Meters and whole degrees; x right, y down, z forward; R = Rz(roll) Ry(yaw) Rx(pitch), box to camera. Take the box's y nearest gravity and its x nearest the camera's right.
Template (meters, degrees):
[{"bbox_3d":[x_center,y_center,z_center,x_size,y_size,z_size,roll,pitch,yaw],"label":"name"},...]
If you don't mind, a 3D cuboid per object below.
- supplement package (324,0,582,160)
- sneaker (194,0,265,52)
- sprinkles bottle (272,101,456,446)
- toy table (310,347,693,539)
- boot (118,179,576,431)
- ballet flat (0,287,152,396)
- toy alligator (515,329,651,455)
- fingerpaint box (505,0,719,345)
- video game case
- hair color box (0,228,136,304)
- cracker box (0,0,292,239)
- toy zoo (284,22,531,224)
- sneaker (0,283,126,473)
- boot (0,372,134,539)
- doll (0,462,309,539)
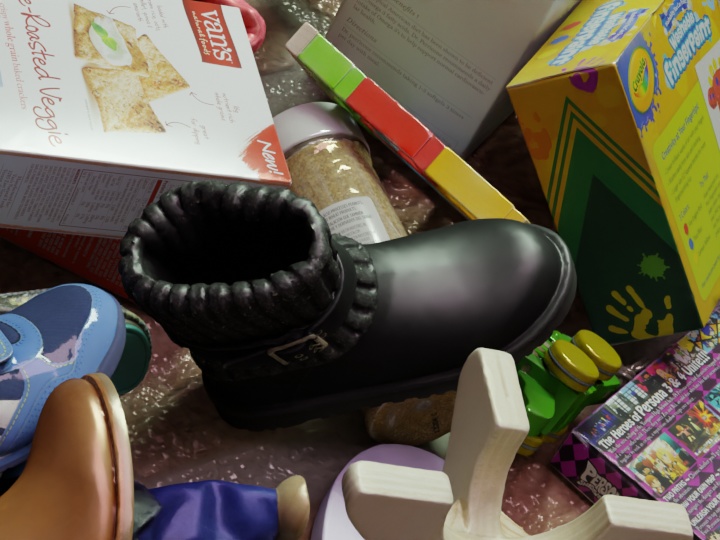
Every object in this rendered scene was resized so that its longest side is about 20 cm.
[{"bbox_3d":[0.075,-0.184,1.372,0.117,0.200,0.117,37,40,7],"label":"supplement package"},{"bbox_3d":[-0.140,-0.161,1.241,0.199,0.074,0.087,15,-3,-25],"label":"sneaker"},{"bbox_3d":[0.000,0.000,1.240,0.068,0.068,0.201,-1,49,-32],"label":"sprinkles bottle"},{"bbox_3d":[0.055,0.141,1.089,0.183,0.117,0.201,1,49,-32],"label":"toy table"},{"bbox_3d":[-0.001,0.002,1.103,0.210,0.158,0.080,-21,57,0],"label":"boot"},{"bbox_3d":[-0.199,0.043,1.086,0.200,0.072,0.072,-5,51,-35],"label":"ballet flat"},{"bbox_3d":[0.108,0.054,1.236,0.054,0.059,0.200,44,20,13],"label":"toy alligator"},{"bbox_3d":[0.171,-0.076,1.341,0.200,0.073,0.167,-50,124,-56],"label":"fingerpaint box"},{"bbox_3d":[0.229,0.118,1.284,0.181,0.036,0.200,42,41,13],"label":"video game case"},{"bbox_3d":[-0.155,-0.058,1.210,0.199,0.061,0.102,27,39,-6],"label":"hair color box"},{"bbox_3d":[-0.146,-0.084,1.150,0.199,0.058,0.134,6,46,-28],"label":"cracker box"},{"bbox_3d":[0.045,-0.059,1.302,0.200,0.020,0.131,42,1,12],"label":"toy zoo"},{"bbox_3d":[-0.193,0.052,1.003,0.200,0.083,0.074,-32,33,-24],"label":"sneaker"},{"bbox_3d":[-0.183,0.129,0.947,0.155,0.077,0.201,13,81,-20],"label":"boot"},{"bbox_3d":[-0.119,0.126,1.050,0.199,0.048,0.137,3,58,-26],"label":"doll"}]
